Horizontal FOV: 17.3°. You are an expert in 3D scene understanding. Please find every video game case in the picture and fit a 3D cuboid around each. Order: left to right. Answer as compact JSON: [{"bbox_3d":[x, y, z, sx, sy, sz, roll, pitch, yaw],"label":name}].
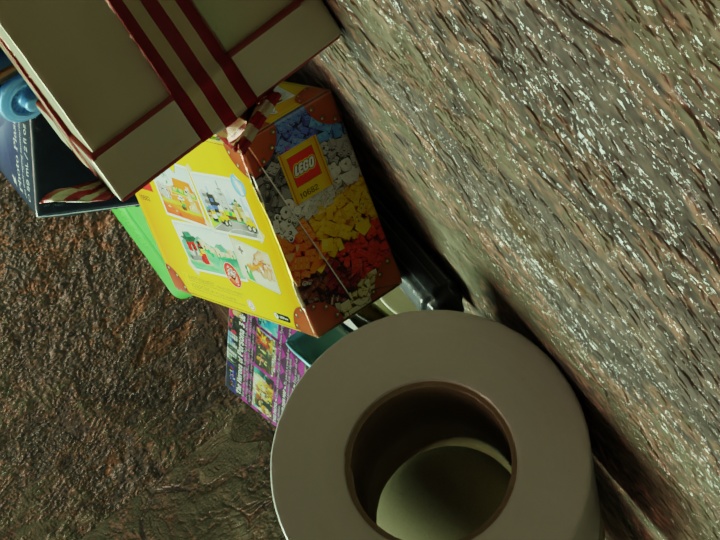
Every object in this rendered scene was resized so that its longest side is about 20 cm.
[{"bbox_3d":[-0.034,0.061,1.904,0.181,0.036,0.201,34,138,30],"label":"video game case"}]

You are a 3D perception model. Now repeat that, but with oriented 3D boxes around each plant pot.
[{"bbox_3d":[0.090,0.188,1.648,0.134,0.201,0.201,17,153,34],"label":"plant pot"}]

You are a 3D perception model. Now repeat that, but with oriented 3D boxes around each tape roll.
[{"bbox_3d":[0.051,0.141,1.508,0.203,0.202,0.139,50,173,20],"label":"tape roll"}]

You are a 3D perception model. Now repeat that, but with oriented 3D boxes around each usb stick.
[{"bbox_3d":[0.003,-0.039,1.634,0.200,0.033,0.056,49,172,28],"label":"usb stick"}]

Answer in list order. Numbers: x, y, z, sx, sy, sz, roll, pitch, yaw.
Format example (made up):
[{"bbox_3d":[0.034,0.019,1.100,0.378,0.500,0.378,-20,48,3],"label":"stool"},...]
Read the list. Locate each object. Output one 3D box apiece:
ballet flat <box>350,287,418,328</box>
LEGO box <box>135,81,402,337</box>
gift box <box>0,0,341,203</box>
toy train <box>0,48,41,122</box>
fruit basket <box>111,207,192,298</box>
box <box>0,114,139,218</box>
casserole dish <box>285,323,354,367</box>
[{"bbox_3d":[0.000,0.000,1.746,0.200,0.068,0.069,37,158,23],"label":"ballet flat"},{"bbox_3d":[-0.077,-0.052,1.617,0.200,0.077,0.150,17,133,55],"label":"LEGO box"},{"bbox_3d":[-0.145,-0.151,1.392,0.187,0.200,0.185,54,179,-23],"label":"gift box"},{"bbox_3d":[-0.209,-0.189,1.650,0.087,0.199,0.115,49,162,34],"label":"toy train"},{"bbox_3d":[-0.174,-0.094,2.192,0.215,0.156,0.216,37,157,19],"label":"fruit basket"},{"bbox_3d":[-0.240,-0.170,1.930,0.198,0.122,0.202,-138,44,-62],"label":"box"},{"bbox_3d":[0.030,0.094,1.769,0.200,0.039,0.121,37,-178,-30],"label":"casserole dish"}]
